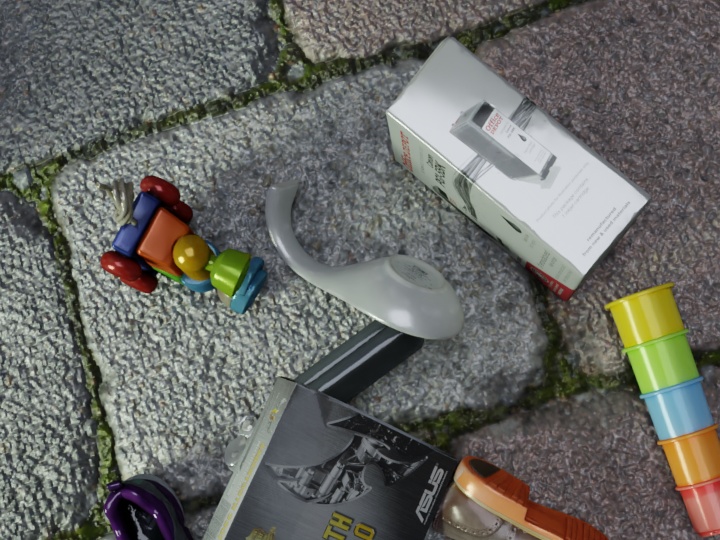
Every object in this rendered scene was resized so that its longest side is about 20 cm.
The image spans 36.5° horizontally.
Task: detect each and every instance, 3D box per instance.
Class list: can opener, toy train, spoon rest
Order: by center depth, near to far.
[{"bbox_3d":[-0.138,-0.016,0.863,0.115,0.200,0.085,26,82,3],"label":"toy train"},{"bbox_3d":[-0.030,0.110,0.914,0.200,0.053,0.067,-40,114,-3],"label":"can opener"},{"bbox_3d":[0.000,0.000,0.915,0.200,0.099,0.061,36,118,19],"label":"spoon rest"}]

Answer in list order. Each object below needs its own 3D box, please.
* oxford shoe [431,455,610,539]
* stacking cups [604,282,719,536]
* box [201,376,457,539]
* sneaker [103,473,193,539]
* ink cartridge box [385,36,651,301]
[{"bbox_3d":[0.150,0.233,0.874,0.200,0.071,0.073,34,103,13],"label":"oxford shoe"},{"bbox_3d":[0.263,0.111,0.886,0.060,0.061,0.201,-20,81,0],"label":"stacking cups"},{"bbox_3d":[-0.033,0.205,0.857,0.158,0.048,0.201,29,80,-21],"label":"box"},{"bbox_3d":[-0.150,0.256,0.868,0.074,0.088,0.200,-33,79,-3],"label":"sneaker"},{"bbox_3d":[0.121,-0.076,0.884,0.200,0.147,0.083,41,86,10],"label":"ink cartridge box"}]
